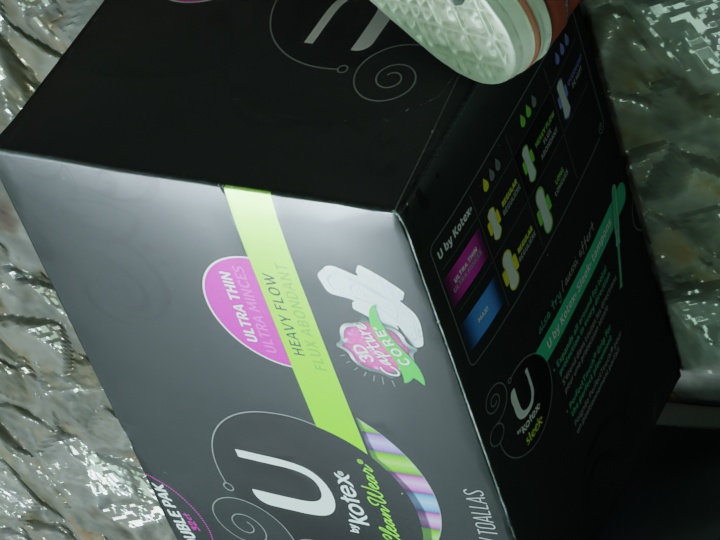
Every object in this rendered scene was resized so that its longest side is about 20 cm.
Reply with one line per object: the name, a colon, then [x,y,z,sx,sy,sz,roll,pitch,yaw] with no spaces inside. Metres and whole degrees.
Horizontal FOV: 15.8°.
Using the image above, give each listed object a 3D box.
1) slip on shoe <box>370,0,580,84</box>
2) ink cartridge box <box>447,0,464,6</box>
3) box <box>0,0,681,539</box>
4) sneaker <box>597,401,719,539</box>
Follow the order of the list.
slip on shoe: [-0.009,-0.140,0.735,0.200,0.061,0.074,45,158,6]
ink cartridge box: [-0.003,-0.176,0.629,0.067,0.117,0.200,10,139,30]
box: [0.000,0.000,0.839,0.148,0.124,0.200,9,140,29]
sneaker: [0.137,0.103,0.871,0.200,0.106,0.075,-3,132,40]
